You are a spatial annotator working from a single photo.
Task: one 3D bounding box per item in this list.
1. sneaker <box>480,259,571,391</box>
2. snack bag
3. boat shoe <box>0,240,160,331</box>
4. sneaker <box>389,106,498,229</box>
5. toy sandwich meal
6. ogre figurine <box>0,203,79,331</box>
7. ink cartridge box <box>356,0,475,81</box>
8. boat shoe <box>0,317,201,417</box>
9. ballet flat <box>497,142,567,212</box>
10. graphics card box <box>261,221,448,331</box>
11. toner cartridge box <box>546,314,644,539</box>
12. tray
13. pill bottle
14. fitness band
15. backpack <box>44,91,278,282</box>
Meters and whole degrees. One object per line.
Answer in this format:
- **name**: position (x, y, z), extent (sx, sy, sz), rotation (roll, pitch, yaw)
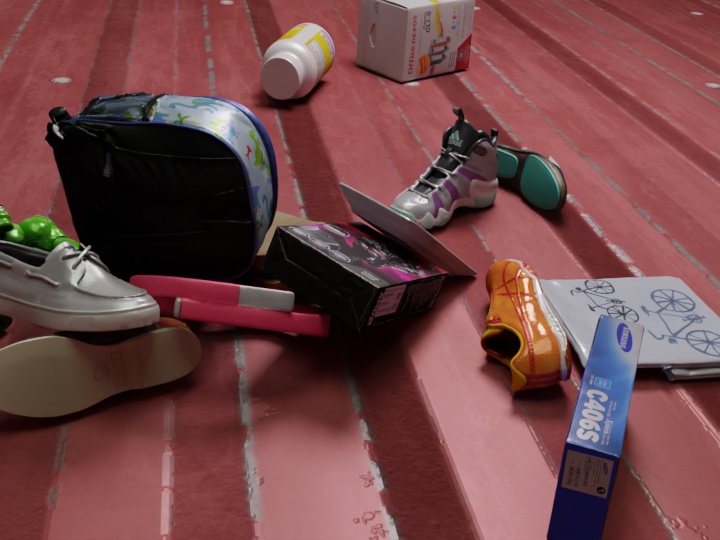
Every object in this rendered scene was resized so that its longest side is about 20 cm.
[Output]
- **sneaker**: position (0.154, 0.047, 0.923), extent (0.075, 0.075, 0.201), rotation (-9, 27, -3)
- **snack bag**: position (0.299, 0.059, 0.969), extent (0.195, 0.022, 0.190), rotation (-1, 28, -10)
- **boat shoe**: position (-0.263, 0.009, 0.806), extent (0.196, 0.070, 0.071), rotation (10, 12, 31)
- **sneaker**: position (0.114, -0.143, 1.187), extent (0.077, 0.143, 0.198), rotation (25, 34, 35)
- **toy sandwich meal**: position (-0.131, -0.030, 1.021), extent (0.200, 0.072, 0.206), rotation (3, 28, -2)
- **ogre figurine**: position (-0.368, -0.002, 0.923), extent (0.197, 0.099, 0.120), rotation (-29, 58, -22)
- **ink cartridge box**: position (0.109, -0.477, 1.797), extent (0.197, 0.148, 0.144), rotation (-20, 36, -36)
- **boat shoe**: position (-0.243, 0.079, 0.808), extent (0.196, 0.073, 0.062), rotation (-10, 19, -30)
- **ballet flat**: position (0.245, -0.142, 1.287), extent (0.067, 0.069, 0.200), rotation (-3, 28, -31)
- **graphics card box**: position (0.000, 0.000, 0.920), extent (0.124, 0.052, 0.199), rotation (31, 17, 20)
- **toner cartridge box**: position (0.199, 0.128, 0.750), extent (0.042, 0.097, 0.200), rotation (14, 30, 16)
- **tray**: position (0.053, -0.037, 1.009), extent (0.106, 0.022, 0.199), rotation (32, 0, 32)
- **pill bottle**: position (-0.116, -0.372, 1.618), extent (0.102, 0.107, 0.201), rotation (9, 28, 10)
- **fitness band**: position (-0.125, 0.036, 0.863), extent (0.195, 0.038, 0.143), rotation (9, -7, -11)
- **backpack**: position (-0.181, -0.089, 0.900), extent (0.195, 0.187, 0.148), rotation (4, 30, 14)
